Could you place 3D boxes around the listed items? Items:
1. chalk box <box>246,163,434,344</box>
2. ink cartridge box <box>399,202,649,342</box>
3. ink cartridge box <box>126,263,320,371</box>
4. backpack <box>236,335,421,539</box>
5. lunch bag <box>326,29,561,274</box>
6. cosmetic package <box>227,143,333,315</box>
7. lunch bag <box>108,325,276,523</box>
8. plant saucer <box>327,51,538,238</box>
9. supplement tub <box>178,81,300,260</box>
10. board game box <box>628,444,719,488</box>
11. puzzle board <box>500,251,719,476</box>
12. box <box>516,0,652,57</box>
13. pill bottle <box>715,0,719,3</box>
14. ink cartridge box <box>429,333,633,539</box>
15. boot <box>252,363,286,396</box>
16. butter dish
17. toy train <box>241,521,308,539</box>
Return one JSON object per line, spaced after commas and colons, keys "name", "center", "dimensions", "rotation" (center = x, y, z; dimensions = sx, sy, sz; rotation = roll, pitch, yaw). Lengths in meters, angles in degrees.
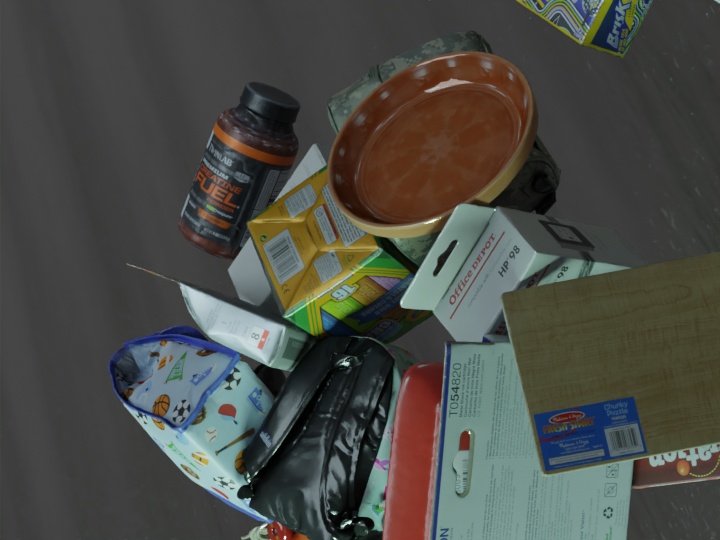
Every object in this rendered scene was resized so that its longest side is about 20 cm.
{"name": "chalk box", "center": [0.000, 0.000, 1.294], "dimensions": [0.123, 0.200, 0.126], "rotation": [-34, 58, 14]}
{"name": "ink cartridge box", "center": [0.144, 0.016, 1.099], "dimensions": [0.067, 0.199, 0.116], "rotation": [53, 123, 40]}
{"name": "ink cartridge box", "center": [-0.130, 0.055, 1.311], "dimensions": [0.198, 0.162, 0.051], "rotation": [17, 87, 25]}
{"name": "backpack", "center": [-0.010, 0.164, 1.246], "dimensions": [0.166, 0.126, 0.202], "rotation": [17, 84, 33]}
{"name": "lunch bag", "center": [0.086, -0.119, 1.239], "dimensions": [0.167, 0.139, 0.201], "rotation": [-33, 58, 17]}
{"name": "cosmetic package", "center": [-0.048, -0.033, 1.409], "dimensions": [0.200, 0.107, 0.085], "rotation": [-51, 50, 31]}
{"name": "lunch bag", "center": [-0.164, 0.154, 1.348], "dimensions": [0.199, 0.170, 0.124], "rotation": [8, 52, 50]}
{"name": "plant saucer", "center": [0.064, -0.110, 1.127], "dimensions": [0.199, 0.032, 0.202], "rotation": [-18, 48, 20]}
{"name": "supplement tub", "center": [-0.140, -0.121, 1.531], "dimensions": [0.107, 0.106, 0.201], "rotation": [42, 116, 44]}
{"name": "board game box", "center": [0.297, 0.117, 1.043], "dimensions": [0.199, 0.019, 0.104], "rotation": [-20, 71, 47]}
{"name": "puzzle board", "center": [0.223, 0.072, 1.009], "dimensions": [0.017, 0.198, 0.152], "rotation": [80, 179, -70]}
{"name": "box", "center": [0.182, -0.278, 1.204], "dimensions": [0.200, 0.064, 0.070], "rotation": [47, 119, 43]}
{"name": "pill bottle", "center": [0.297, -0.283, 1.030], "dimensions": [0.112, 0.110, 0.200], "rotation": [-59, 45, 26]}
{"name": "ink cartridge box", "center": [0.140, 0.154, 1.063], "dimensions": [0.041, 0.198, 0.202], "rotation": [13, 98, 63]}
{"name": "boot", "center": [-0.045, 0.153, 1.409], "dimensions": [0.174, 0.069, 0.201], "rotation": [-41, 46, 31]}
{"name": "butter dish", "center": [0.098, 0.189, 1.162], "dimensions": [0.148, 0.198, 0.202], "rotation": [173, 104, -69]}
{"name": "toy train", "center": [-0.050, 0.313, 1.389], "dimensions": [0.200, 0.084, 0.117], "rotation": [-36, 72, 41]}
